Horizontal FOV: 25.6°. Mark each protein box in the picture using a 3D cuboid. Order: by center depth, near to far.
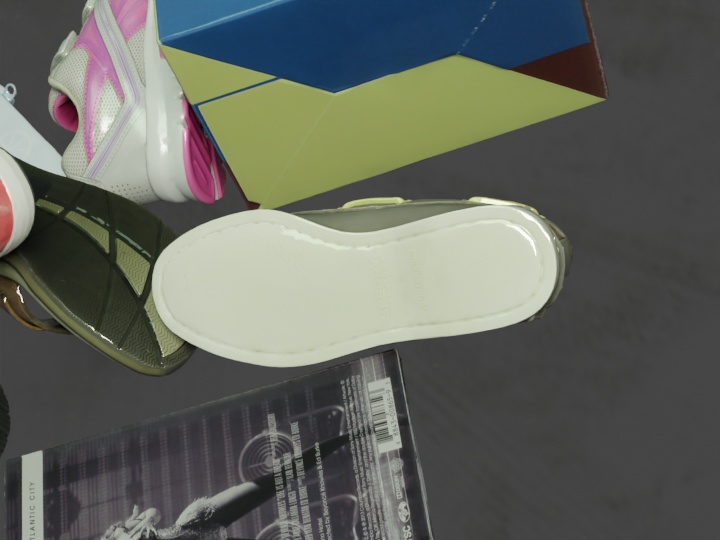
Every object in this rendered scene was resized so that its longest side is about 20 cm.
[{"bbox_3d":[0.001,-0.172,0.814,0.196,0.135,0.202,-17,52,8],"label":"protein box"}]

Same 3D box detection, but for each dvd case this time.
[{"bbox_3d":[-0.065,0.125,0.701,0.197,0.016,0.150,-16,52,8],"label":"dvd case"}]

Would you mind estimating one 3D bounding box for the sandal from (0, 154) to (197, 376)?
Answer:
[{"bbox_3d":[-0.161,-0.008,0.802,0.199,0.058,0.080,29,49,18],"label":"sandal"}]

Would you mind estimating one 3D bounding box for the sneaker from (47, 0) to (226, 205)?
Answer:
[{"bbox_3d":[-0.129,-0.116,0.856,0.087,0.082,0.202,-13,51,8],"label":"sneaker"}]

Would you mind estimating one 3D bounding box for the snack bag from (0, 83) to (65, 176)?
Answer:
[{"bbox_3d":[-0.270,-0.045,0.894,0.188,0.021,0.200,-42,56,-11],"label":"snack bag"}]

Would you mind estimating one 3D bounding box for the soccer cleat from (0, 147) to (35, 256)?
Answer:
[{"bbox_3d":[-0.239,0.003,0.753,0.199,0.069,0.073,-28,3,34],"label":"soccer cleat"}]

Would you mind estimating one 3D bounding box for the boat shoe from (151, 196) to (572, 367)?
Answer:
[{"bbox_3d":[0.000,0.003,0.738,0.199,0.060,0.073,-5,94,21],"label":"boat shoe"}]

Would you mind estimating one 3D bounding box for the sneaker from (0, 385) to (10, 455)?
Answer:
[{"bbox_3d":[-0.223,0.110,0.734,0.090,0.076,0.201,-32,33,28],"label":"sneaker"}]
